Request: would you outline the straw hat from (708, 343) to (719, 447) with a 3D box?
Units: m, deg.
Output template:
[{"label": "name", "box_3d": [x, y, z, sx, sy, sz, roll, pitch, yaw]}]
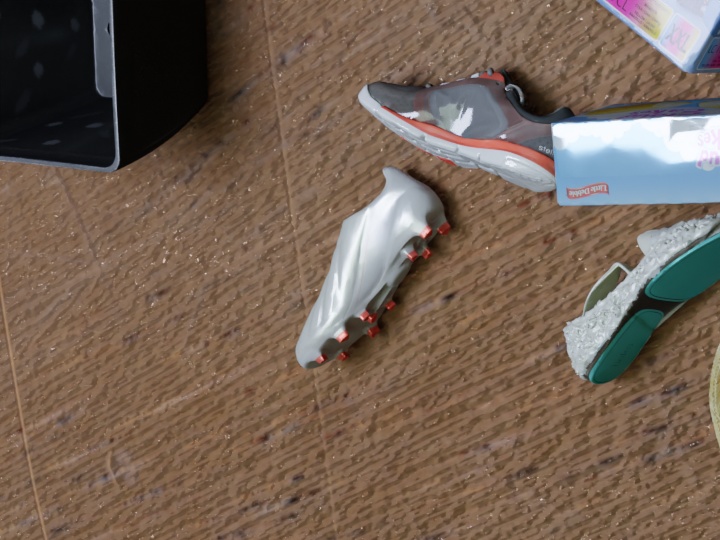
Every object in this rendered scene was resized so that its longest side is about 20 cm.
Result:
[{"label": "straw hat", "box_3d": [0.360, 0.103, 1.521, 0.201, 0.085, 0.202, 30, 126, 52]}]

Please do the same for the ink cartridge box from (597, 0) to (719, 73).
[{"label": "ink cartridge box", "box_3d": [0.263, -0.267, 1.503, 0.136, 0.076, 0.201, 43, 119, 25]}]

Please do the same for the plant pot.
[{"label": "plant pot", "box_3d": [-0.241, -0.204, 1.792, 0.199, 0.177, 0.201, 7, 103, 32]}]

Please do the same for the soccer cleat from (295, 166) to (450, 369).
[{"label": "soccer cleat", "box_3d": [0.000, 0.000, 1.751, 0.078, 0.069, 0.200, 46, 114, 22]}]

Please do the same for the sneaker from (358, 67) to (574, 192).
[{"label": "sneaker", "box_3d": [0.093, -0.130, 1.669, 0.199, 0.077, 0.082, 23, 85, 26]}]

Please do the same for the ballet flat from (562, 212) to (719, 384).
[{"label": "ballet flat", "box_3d": [0.226, 0.009, 1.604, 0.072, 0.072, 0.200, 50, 122, 14]}]

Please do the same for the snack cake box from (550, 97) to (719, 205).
[{"label": "snack cake box", "box_3d": [0.258, -0.092, 1.527, 0.199, 0.115, 0.068, 0, 100, 33]}]
